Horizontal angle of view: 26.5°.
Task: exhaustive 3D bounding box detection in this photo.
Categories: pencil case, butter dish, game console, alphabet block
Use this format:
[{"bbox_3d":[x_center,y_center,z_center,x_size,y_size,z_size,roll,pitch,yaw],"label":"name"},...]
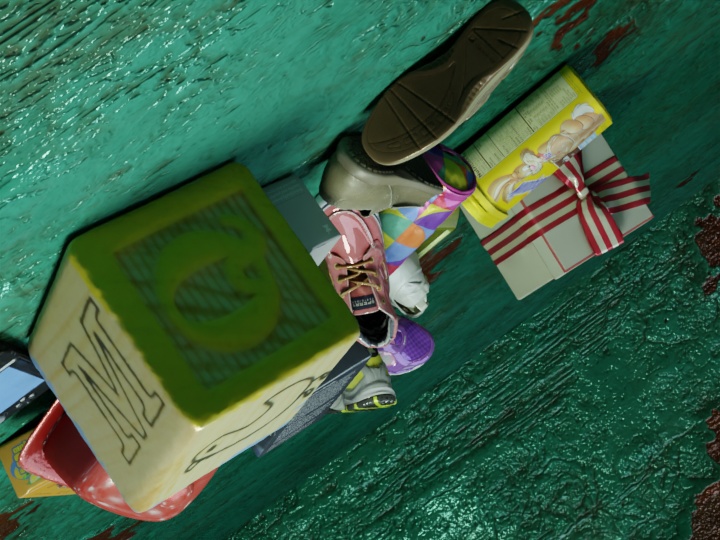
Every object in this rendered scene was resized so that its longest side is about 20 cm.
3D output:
[{"bbox_3d":[0.043,-0.064,1.731,0.200,0.089,0.088,-42,168,35],"label":"pencil case"},{"bbox_3d":[-0.214,0.185,1.568,0.199,0.148,0.200,27,106,-40],"label":"butter dish"},{"bbox_3d":[-0.343,0.169,1.405,0.175,0.117,0.200,-36,169,-3],"label":"game console"},{"bbox_3d":[-0.152,0.059,1.344,0.195,0.197,0.200,-31,168,-33],"label":"alphabet block"}]

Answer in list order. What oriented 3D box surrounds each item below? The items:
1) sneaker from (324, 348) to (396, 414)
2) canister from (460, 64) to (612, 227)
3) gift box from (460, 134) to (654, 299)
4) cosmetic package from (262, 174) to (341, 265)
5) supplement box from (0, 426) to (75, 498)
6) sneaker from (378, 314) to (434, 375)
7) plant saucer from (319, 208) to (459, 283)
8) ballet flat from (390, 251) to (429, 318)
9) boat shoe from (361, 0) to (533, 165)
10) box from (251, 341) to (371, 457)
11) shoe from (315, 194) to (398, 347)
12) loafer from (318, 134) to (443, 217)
[{"bbox_3d":[-0.008,0.137,1.888,0.075,0.077,0.200,-4,172,-24],"label":"sneaker"},{"bbox_3d":[0.202,-0.149,1.846,0.200,0.087,0.148,-40,169,10],"label":"canister"},{"bbox_3d":[0.269,-0.097,2.044,0.200,0.185,0.187,-36,178,-22],"label":"gift box"},{"bbox_3d":[-0.114,0.003,1.515,0.107,0.090,0.200,-27,162,-40],"label":"cosmetic package"},{"bbox_3d":[-0.333,0.214,1.728,0.066,0.069,0.200,-28,172,6],"label":"supplement box"},{"bbox_3d":[0.006,0.079,1.921,0.199,0.081,0.088,16,166,-18],"label":"sneaker"},{"bbox_3d":[0.036,-0.028,1.926,0.199,0.048,0.200,-40,168,17],"label":"plant saucer"},{"bbox_3d":[0.059,0.020,1.896,0.069,0.070,0.200,-36,168,-3],"label":"ballet flat"},{"bbox_3d":[0.088,-0.171,1.453,0.200,0.071,0.064,-40,168,9],"label":"boat shoe"},{"bbox_3d":[-0.097,0.104,1.803,0.107,0.149,0.200,-30,167,-31],"label":"box"},{"bbox_3d":[0.000,0.000,1.652,0.071,0.091,0.200,-14,143,3],"label":"shoe"},{"bbox_3d":[0.017,-0.095,1.555,0.067,0.076,0.200,-40,158,21],"label":"loafer"}]
